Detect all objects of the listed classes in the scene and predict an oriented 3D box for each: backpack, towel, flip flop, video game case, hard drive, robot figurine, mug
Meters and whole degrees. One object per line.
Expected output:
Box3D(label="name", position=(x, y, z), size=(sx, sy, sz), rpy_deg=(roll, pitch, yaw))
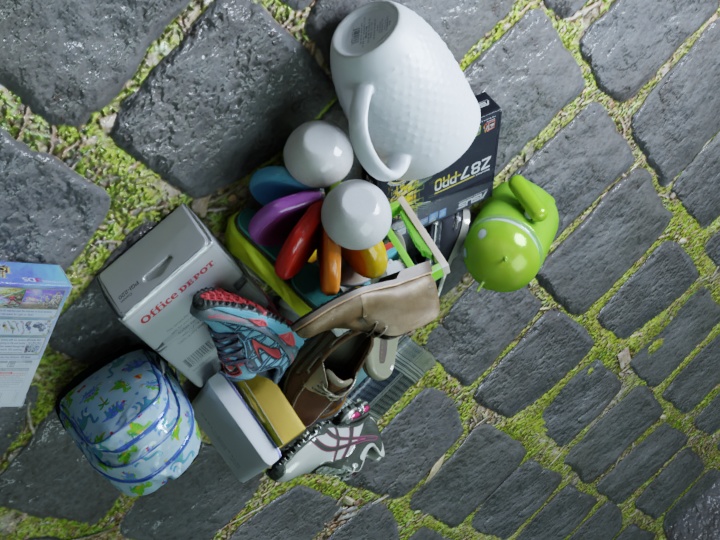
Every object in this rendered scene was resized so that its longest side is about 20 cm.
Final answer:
Box3D(label="backpack", position=(-0.280, 0.185, 1.347), size=(0.161, 0.201, 0.155), rpy_deg=(-29, 141, -14))
Box3D(label="towel", position=(0.028, 0.184, 1.734), size=(0.192, 0.035, 0.200), rpy_deg=(-45, 158, 0))
Box3D(label="flip flop", position=(0.041, 0.047, 1.469), size=(0.080, 0.057, 0.205), rpy_deg=(5, 90, -47))
Box3D(label="video game case", position=(-0.444, 0.072, 1.217), size=(0.198, 0.046, 0.183), rpy_deg=(5, 125, -44))
Box3D(label="hard drive", position=(-0.170, 0.212, 1.456), size=(0.025, 0.133, 0.200), rpy_deg=(-35, 176, -23))
Box3D(label="robot figurine", position=(0.217, -0.050, 1.578), size=(0.176, 0.115, 0.201), rpy_deg=(-56, 180, 44))
Box3D(label="mug", position=(0.036, -0.197, 1.267), size=(0.176, 0.145, 0.203), rpy_deg=(53, 45, -44))

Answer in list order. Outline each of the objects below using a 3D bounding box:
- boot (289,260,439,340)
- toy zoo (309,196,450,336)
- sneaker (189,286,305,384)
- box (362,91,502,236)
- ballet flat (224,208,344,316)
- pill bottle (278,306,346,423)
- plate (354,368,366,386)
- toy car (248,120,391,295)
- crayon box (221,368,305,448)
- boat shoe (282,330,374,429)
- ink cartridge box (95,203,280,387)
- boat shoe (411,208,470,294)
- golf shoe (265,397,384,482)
Box3D(label="boot", position=(0.011, 0.053, 1.309), size=(0.197, 0.077, 0.073), rpy_deg=(-19, -179, -25))
Box3D(label="toy zoo", position=(0.000, 0.000, 1.410), size=(0.198, 0.132, 0.021), rpy_deg=(-28, 145, -5))
Box3D(label="sneaker", position=(-0.137, 0.087, 1.316), size=(0.199, 0.078, 0.097), rpy_deg=(31, 82, -52))
Box3D(label="box", position=(0.095, -0.137, 1.488), size=(0.197, 0.049, 0.163), rpy_deg=(-24, 143, -21))
Box3D(label="ballet flat", position=(-0.093, 0.008, 1.367), size=(0.067, 0.200, 0.067), rpy_deg=(-47, 180, 41))
Box3D(label="pill bottle", position=(-0.068, 0.108, 1.528), size=(0.115, 0.117, 0.202), rpy_deg=(-19, 138, -26))
Box3D(label="plate", position=(0.030, 0.074, 1.569), size=(0.200, 0.025, 0.204), rpy_deg=(21, 89, -76))
Box3D(label="toy car", position=(-0.059, -0.061, 1.304), size=(0.148, 0.202, 0.176), rpy_deg=(-27, 161, -15))
Box3D(label="crayon box", position=(-0.139, 0.183, 1.458), size=(0.050, 0.128, 0.200), rpy_deg=(-32, 175, -22))
Box3D(label="boat shoe", position=(-0.042, 0.132, 1.428), size=(0.075, 0.072, 0.202), rpy_deg=(17, 115, -25))
Box3D(label="ink cartridge box", position=(-0.209, 0.034, 1.357), size=(0.145, 0.085, 0.200), rpy_deg=(-40, 145, -2))
Box3D(label="boat shoe", position=(0.097, -0.013, 1.615), size=(0.062, 0.073, 0.202), rpy_deg=(15, 122, -14))
Box3D(label="golf shoe", position=(-0.040, 0.247, 1.484), size=(0.198, 0.089, 0.077), rpy_deg=(-25, 170, -44))
